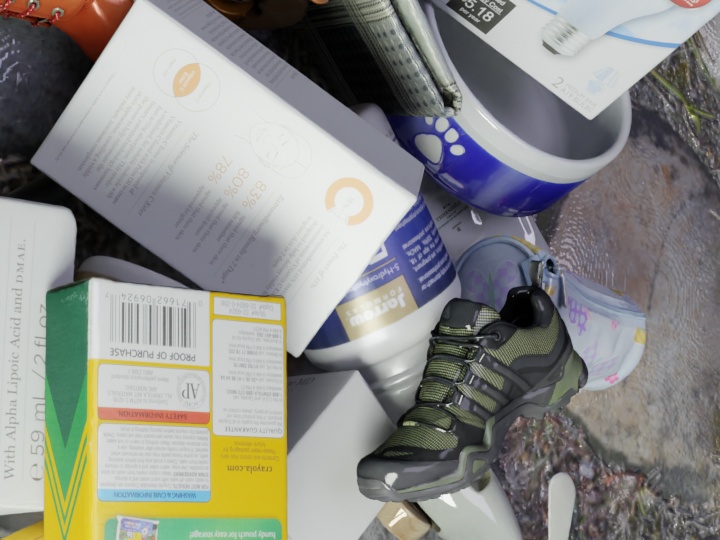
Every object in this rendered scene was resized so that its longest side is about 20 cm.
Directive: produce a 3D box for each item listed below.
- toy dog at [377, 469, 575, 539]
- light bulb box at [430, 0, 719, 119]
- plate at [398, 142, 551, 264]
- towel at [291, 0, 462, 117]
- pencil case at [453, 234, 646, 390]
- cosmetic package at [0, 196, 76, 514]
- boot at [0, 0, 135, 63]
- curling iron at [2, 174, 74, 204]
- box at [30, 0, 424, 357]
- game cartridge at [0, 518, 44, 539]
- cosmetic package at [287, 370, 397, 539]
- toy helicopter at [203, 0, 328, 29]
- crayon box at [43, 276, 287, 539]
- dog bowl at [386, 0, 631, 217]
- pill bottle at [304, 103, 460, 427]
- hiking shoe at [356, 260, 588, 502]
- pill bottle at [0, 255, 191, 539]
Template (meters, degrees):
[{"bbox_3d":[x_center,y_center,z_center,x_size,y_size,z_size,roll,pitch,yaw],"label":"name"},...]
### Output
[{"bbox_3d":[0.093,0.181,1.246,0.201,0.131,0.096,62,12,-18],"label":"toy dog"},{"bbox_3d":[0.163,-0.250,1.202,0.197,0.200,0.125,33,43,-17],"label":"light bulb box"},{"bbox_3d":[0.062,-0.038,1.299,0.199,0.032,0.201,-39,107,-39],"label":"plate"},{"bbox_3d":[-0.015,-0.194,1.161,0.034,0.192,0.201,-35,107,-14],"label":"towel"},{"bbox_3d":[0.143,0.033,1.286,0.200,0.091,0.083,25,30,-56],"label":"pencil case"},{"bbox_3d":[-0.278,0.045,0.901,0.199,0.164,0.166,9,76,-39],"label":"cosmetic package"},{"bbox_3d":[-0.206,-0.177,1.076,0.200,0.075,0.107,51,61,-15],"label":"boot"},{"bbox_3d":[-0.181,-0.072,1.103,0.200,0.026,0.050,-38,85,-34],"label":"curling iron"},{"bbox_3d":[-0.077,-0.065,1.038,0.199,0.125,0.098,36,16,-4],"label":"box"},{"bbox_3d":[-0.162,0.225,0.954,0.199,0.032,0.178,-25,114,-16],"label":"game cartridge"},{"bbox_3d":[-0.066,0.162,1.099,0.085,0.107,0.200,55,51,-21],"label":"cosmetic package"},{"bbox_3d":[-0.103,-0.213,1.103,0.200,0.131,0.080,36,59,-47],"label":"toy helicopter"},{"bbox_3d":[-0.101,0.111,0.898,0.125,0.051,0.202,7,77,-39],"label":"crayon box"},{"bbox_3d":[0.105,-0.144,1.285,0.199,0.079,0.201,22,49,-28],"label":"dog bowl"},{"bbox_3d":[0.000,0.000,1.169,0.119,0.119,0.201,-35,105,-39],"label":"pill bottle"},{"bbox_3d":[0.060,0.071,1.100,0.199,0.075,0.101,-34,110,-38],"label":"hiking shoe"},{"bbox_3d":[-0.154,0.105,1.019,0.119,0.119,0.201,32,75,-32],"label":"pill bottle"}]
